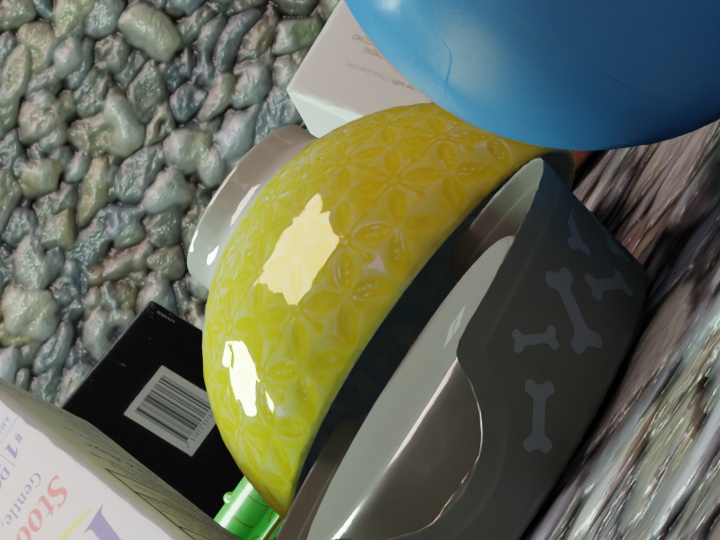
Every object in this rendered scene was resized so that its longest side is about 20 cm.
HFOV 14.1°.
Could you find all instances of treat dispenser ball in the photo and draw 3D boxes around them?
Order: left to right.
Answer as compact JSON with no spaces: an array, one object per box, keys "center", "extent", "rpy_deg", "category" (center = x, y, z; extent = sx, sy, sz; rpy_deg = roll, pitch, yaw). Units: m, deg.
[{"center":[0.081,-0.144,1.034],"extent":[0.201,0.200,0.201],"rpy_deg":[-57,5,7],"category":"treat dispenser ball"}]

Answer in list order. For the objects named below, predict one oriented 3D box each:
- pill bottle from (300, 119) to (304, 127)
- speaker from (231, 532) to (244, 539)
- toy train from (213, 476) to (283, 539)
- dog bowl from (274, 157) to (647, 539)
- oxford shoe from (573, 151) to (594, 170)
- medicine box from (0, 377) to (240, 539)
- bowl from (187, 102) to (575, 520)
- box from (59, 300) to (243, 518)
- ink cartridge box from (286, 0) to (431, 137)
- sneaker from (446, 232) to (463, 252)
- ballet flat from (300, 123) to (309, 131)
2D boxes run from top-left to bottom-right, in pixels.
[{"center":[0.025,-0.070,1.660],"extent":[0.114,0.113,0.200],"rpy_deg":[-59,5,-24],"category":"pill bottle"},{"center":[-0.110,0.215,1.383],"extent":[0.200,0.088,0.089],"rpy_deg":[-55,5,26],"category":"speaker"},{"center":[-0.064,0.154,1.476],"extent":[0.200,0.056,0.042],"rpy_deg":[-56,5,27],"category":"toy train"},{"center":[0.035,0.058,1.075],"extent":[0.201,0.058,0.200],"rpy_deg":[-57,5,8],"category":"dog bowl"},{"center":[0.117,-0.106,1.375],"extent":[0.074,0.071,0.200],"rpy_deg":[-22,-25,-38],"category":"oxford shoe"},{"center":[-0.140,0.170,1.273],"extent":[0.200,0.103,0.183],"rpy_deg":[32,90,42],"category":"medicine box"},{"center":[-0.009,0.000,1.243],"extent":[0.200,0.107,0.200],"rpy_deg":[-50,-16,-20],"category":"bowl"},{"center":[-0.154,0.160,1.791],"extent":[0.199,0.123,0.200],"rpy_deg":[-61,-4,29],"category":"box"},{"center":[0.060,-0.123,1.484],"extent":[0.201,0.084,0.146],"rpy_deg":[-58,-28,-17],"category":"ink cartridge box"},{"center":[0.000,0.000,1.406],"extent":[0.091,0.078,0.200],"rpy_deg":[-38,16,-23],"category":"sneaker"},{"center":[-0.012,-0.008,1.601],"extent":[0.201,0.068,0.069],"rpy_deg":[85,-165,-52],"category":"ballet flat"}]
